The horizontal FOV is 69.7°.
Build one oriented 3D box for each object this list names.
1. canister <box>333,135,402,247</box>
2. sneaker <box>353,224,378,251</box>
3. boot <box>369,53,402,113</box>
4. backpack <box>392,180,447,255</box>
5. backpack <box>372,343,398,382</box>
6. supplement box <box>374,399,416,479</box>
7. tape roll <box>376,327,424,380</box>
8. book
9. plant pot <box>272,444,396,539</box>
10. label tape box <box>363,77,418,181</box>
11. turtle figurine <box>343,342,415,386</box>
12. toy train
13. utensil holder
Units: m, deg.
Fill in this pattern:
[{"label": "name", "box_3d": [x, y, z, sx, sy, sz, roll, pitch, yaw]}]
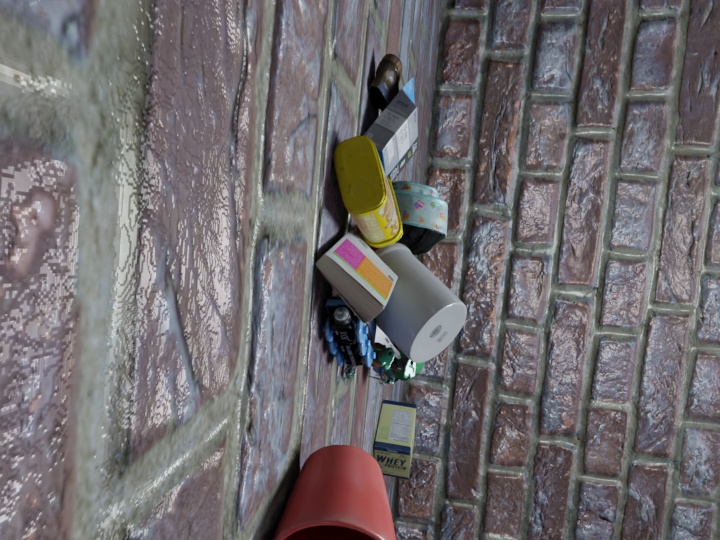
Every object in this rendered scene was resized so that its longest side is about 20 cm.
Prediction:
[{"label": "canister", "box_3d": [0.017, -0.139, 0.957, 0.200, 0.085, 0.151, 48, 28, -73]}, {"label": "sneaker", "box_3d": [0.020, -0.021, 1.137, 0.200, 0.077, 0.117, 59, 36, -71]}, {"label": "boot", "box_3d": [0.055, -0.384, 1.197, 0.098, 0.074, 0.201, -59, 156, -29]}, {"label": "backpack", "box_3d": [0.117, -0.125, 1.229, 0.200, 0.173, 0.156, 159, -57, -76]}, {"label": "backpack", "box_3d": [0.088, 0.209, 1.476, 0.183, 0.133, 0.203, -52, 159, -69]}, {"label": "supplement box", "box_3d": [0.134, 0.640, 1.962, 0.201, 0.132, 0.202, -73, 165, -47]}, {"label": "tape roll", "box_3d": [0.074, 0.167, 1.251, 0.048, 0.200, 0.202, -28, 140, -22]}, {"label": "book", "box_3d": [0.000, 0.000, 0.928, 0.048, 0.134, 0.200, -42, -177, 20]}, {"label": "plant pot", "box_3d": [-0.036, 0.388, 0.804, 0.178, 0.197, 0.203, -86, 178, -65]}, {"label": "label tape box", "box_3d": [0.088, -0.308, 1.170, 0.201, 0.066, 0.144, -51, 159, -15]}, {"label": "turtle figurine", "box_3d": [0.031, 0.213, 1.182, 0.199, 0.148, 0.102, -19, -113, 57]}, {"label": "toy train", "box_3d": [-0.017, 0.106, 0.984, 0.201, 0.085, 0.116, 75, 19, -55]}, {"label": "utensil holder", "box_3d": [0.100, 0.068, 1.088, 0.168, 0.200, 0.171, -26, 141, -24]}]
